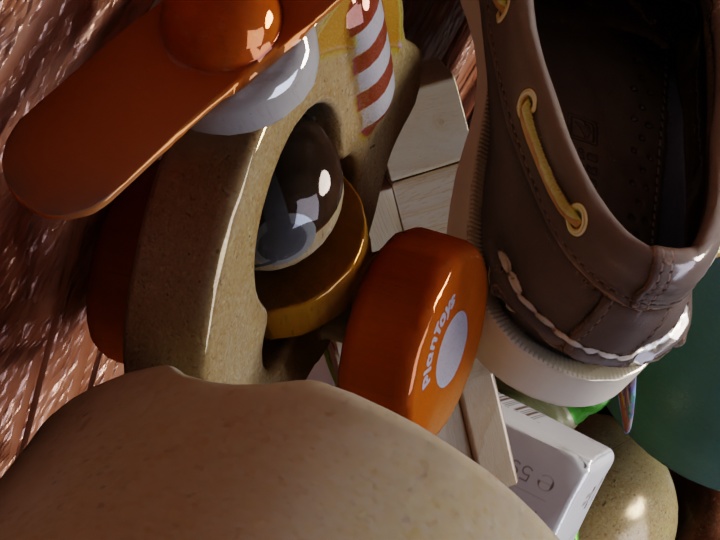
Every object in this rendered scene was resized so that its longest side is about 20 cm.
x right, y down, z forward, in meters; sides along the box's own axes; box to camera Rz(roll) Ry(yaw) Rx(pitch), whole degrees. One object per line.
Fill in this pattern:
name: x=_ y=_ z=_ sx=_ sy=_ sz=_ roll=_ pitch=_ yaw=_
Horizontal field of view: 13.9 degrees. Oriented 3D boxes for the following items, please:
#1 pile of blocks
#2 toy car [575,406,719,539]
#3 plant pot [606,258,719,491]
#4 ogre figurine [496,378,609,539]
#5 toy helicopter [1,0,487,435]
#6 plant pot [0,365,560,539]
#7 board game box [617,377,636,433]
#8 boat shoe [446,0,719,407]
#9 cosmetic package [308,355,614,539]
pile of blocks: x=0.000 y=0.000 z=0.835 sx=0.062 sy=0.082 sz=0.200 roll=-17 pitch=149 yaw=-5
toy car: x=0.082 y=0.087 z=1.250 sx=0.200 sy=0.158 sz=0.164 roll=-32 pitch=161 yaw=-38
plant pot: x=0.170 y=-0.006 z=1.140 sx=0.201 sy=0.200 sz=0.161 roll=-54 pitch=171 yaw=-41
ogre figurine: x=0.037 y=0.093 z=1.086 sx=0.120 sy=0.098 sz=0.200 roll=-16 pitch=127 yaw=-68
toy helicopter: x=-0.011 y=-0.062 z=0.609 sx=0.132 sy=0.079 sz=0.200 roll=19 pitch=87 yaw=-71
plant pot: x=-0.041 y=0.124 z=0.545 sx=0.201 sy=0.200 sz=0.184 roll=105 pitch=10 yaw=-49
board game box: x=0.050 y=-0.054 z=0.848 sx=0.200 sy=0.039 sz=0.158 roll=-94 pitch=179 yaw=-56
boat shoe: x=0.057 y=-0.067 z=0.701 sx=0.060 sy=0.072 sz=0.200 roll=132 pitch=-31 yaw=-51
cosmetic package: x=-0.005 y=0.128 z=0.971 sx=0.200 sy=0.102 sz=0.074 roll=-65 pitch=169 yaw=5
